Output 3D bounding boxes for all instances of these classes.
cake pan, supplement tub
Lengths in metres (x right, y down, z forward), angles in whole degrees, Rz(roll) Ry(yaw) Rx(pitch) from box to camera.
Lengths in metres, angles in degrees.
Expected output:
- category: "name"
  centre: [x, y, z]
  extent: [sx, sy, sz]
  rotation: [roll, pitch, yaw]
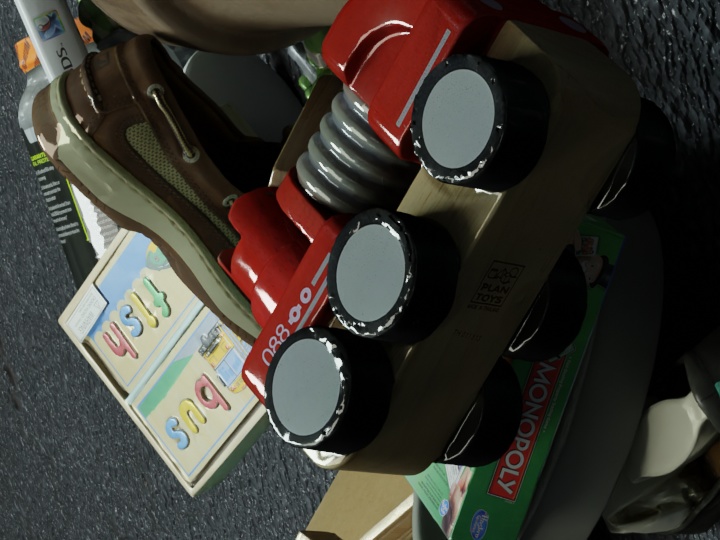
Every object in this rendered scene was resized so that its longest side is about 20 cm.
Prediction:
- category: "cake pan"
  centre: [0.075, 0.048, 1.103]
  extent: [0.200, 0.037, 0.201]
  rotation: [-163, 90, -76]
- category: "supplement tub"
  centre: [-0.125, -0.054, 1.528]
  extent: [0.122, 0.122, 0.201]
  rotation: [-6, 104, 69]

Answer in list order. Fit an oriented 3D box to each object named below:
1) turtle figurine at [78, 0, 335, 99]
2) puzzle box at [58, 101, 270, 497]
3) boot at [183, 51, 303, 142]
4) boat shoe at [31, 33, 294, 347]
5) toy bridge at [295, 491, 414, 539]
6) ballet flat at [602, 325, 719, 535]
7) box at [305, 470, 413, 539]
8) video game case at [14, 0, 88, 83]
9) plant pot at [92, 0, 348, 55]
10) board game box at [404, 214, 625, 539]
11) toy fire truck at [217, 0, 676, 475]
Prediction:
- category: "turtle figurine"
  centre: [-0.081, -0.118, 1.325]
  extent: [0.194, 0.143, 0.201]
  rotation: [19, 123, 63]
- category: "puzzle box"
  centre: [-0.081, 0.020, 1.410]
  extent: [0.133, 0.025, 0.200]
  rotation: [50, 135, 12]
- category: "boot"
  centre: [-0.054, -0.021, 1.444]
  extent: [0.201, 0.073, 0.096]
  rotation: [64, 152, 12]
- category: "boat shoe"
  centre: [-0.047, -0.026, 1.126]
  extent: [0.202, 0.075, 0.075]
  rotation: [39, -156, -34]
- category: "toy bridge"
  centre: [0.032, 0.064, 1.229]
  extent: [0.067, 0.027, 0.201]
  rotation: [33, 103, 42]
- category: "ballet flat"
  centre: [0.128, 0.069, 1.077]
  extent: [0.068, 0.068, 0.200]
  rotation: [58, 158, 16]
- category: "box"
  centre: [0.032, 0.116, 1.275]
  extent: [0.021, 0.164, 0.200]
  rotation: [33, 169, -19]
- category: "video game case"
  centre: [-0.154, -0.133, 1.238]
  extent: [0.200, 0.022, 0.183]
  rotation: [124, 122, -86]
- category: "plant pot"
  centre: [-0.006, -0.174, 1.052]
  extent: [0.174, 0.200, 0.201]
  rotation: [21, 130, 42]
- category: "board game box"
  centre: [0.050, 0.026, 1.088]
  extent: [0.200, 0.029, 0.135]
  rotation: [-130, 59, -75]
- category: "toy fire truck"
  centre: [0.010, -0.042, 0.997]
  extent: [0.200, 0.128, 0.176]
  rotation: [46, 116, 39]
